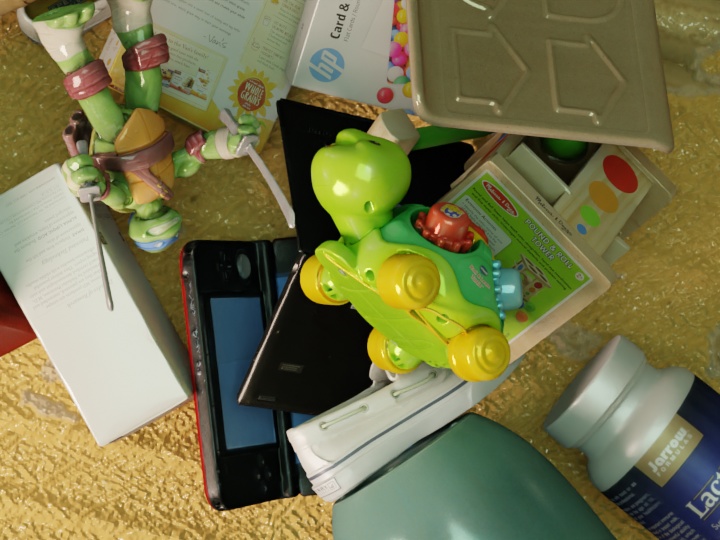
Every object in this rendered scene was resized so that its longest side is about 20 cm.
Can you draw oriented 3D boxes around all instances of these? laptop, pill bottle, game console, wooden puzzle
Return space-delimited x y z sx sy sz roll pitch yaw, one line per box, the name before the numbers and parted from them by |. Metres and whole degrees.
laptop | 0.000 0.000 1.663 0.187 0.116 0.200 11 112 -34
pill bottle | 0.244 0.145 1.666 0.200 0.116 0.116 38 85 -1
game console | -0.040 0.071 1.655 0.119 0.172 0.200 -8 87 22
wooden puzzle | 0.122 -0.165 1.583 0.200 0.046 0.185 8 57 -16

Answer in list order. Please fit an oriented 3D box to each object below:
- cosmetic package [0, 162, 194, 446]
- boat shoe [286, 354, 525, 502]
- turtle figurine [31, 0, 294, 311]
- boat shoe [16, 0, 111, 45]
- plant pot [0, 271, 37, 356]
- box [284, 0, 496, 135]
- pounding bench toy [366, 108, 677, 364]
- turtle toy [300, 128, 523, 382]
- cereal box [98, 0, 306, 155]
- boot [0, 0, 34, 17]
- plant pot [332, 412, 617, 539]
cosmetic package | -0.200 0.025 1.643 0.081 0.113 0.200 -31 90 4
boat shoe | 0.035 0.089 1.616 0.200 0.074 0.067 -34 92 -30
turtle figurine | -0.142 -0.101 1.547 0.144 0.200 0.194 -18 106 -3
boat shoe | -0.177 -0.243 1.683 0.200 0.070 0.071 -33 89 -4
plant pot | -0.364 -0.001 1.605 0.200 0.176 0.200 -28 89 -5
box | 0.061 -0.193 1.662 0.200 0.041 0.156 14 111 -14
pounding bench toy | 0.107 -0.068 1.627 0.200 0.124 0.156 45 43 -4
turtle toy | 0.033 -0.008 1.522 0.200 0.146 0.101 47 69 -24
cereal box | -0.100 -0.205 1.674 0.144 0.040 0.200 27 84 -29
boot | -0.220 -0.271 1.639 0.200 0.066 0.175 -18 67 15
plant pot | 0.074 0.202 1.609 0.201 0.201 0.161 -33 89 -5
